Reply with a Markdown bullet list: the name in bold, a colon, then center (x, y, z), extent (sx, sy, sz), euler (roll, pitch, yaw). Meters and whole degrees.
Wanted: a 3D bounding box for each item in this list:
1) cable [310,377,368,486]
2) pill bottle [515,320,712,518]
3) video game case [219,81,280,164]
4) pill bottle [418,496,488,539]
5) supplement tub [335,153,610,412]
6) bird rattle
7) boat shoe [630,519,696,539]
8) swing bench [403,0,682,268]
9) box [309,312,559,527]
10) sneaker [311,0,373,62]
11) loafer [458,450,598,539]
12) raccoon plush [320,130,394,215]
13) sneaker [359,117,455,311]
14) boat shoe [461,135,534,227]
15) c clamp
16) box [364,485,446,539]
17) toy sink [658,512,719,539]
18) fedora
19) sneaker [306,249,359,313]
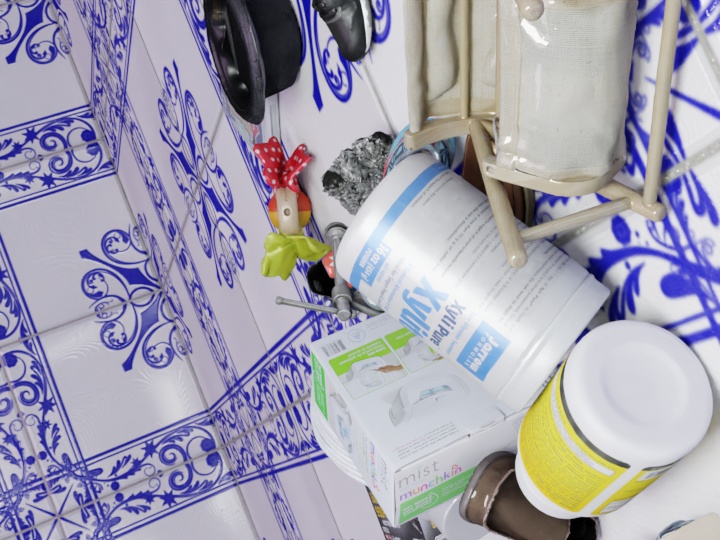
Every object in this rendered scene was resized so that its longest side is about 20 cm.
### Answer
- **cable**: center (0.045, 0.141, 1.094), extent (0.200, 0.199, 0.070), euler (49, 149, 37)
- **pill bottle**: center (0.192, 0.131, 0.821), extent (0.113, 0.112, 0.200), euler (61, 159, 23)
- **video game case**: center (-0.173, -0.268, 1.548), extent (0.200, 0.023, 0.183), euler (54, 155, 39)
- **pill bottle**: center (0.083, 0.221, 1.194), extent (0.200, 0.119, 0.120), euler (46, 150, 49)
- **supplement tub**: center (0.091, 0.008, 0.846), extent (0.200, 0.132, 0.132), euler (38, 152, 12)
- **bird rattle**: center (-0.109, -0.090, 1.449), extent (0.163, 0.112, 0.202), euler (-134, 29, -83)
- **boat shoe**: center (0.268, 0.236, 0.801), extent (0.200, 0.072, 0.073), euler (-1, 104, 59)
- **swing bench**: center (0.120, -0.149, 0.728), extent (0.200, 0.129, 0.200), euler (-124, 22, -48)
- **box**: center (0.077, 0.120, 0.993), extent (0.177, 0.199, 0.097), euler (52, 155, 39)
- **sneaker**: center (-0.052, -0.315, 1.076), extent (0.076, 0.087, 0.201), euler (15, 123, 66)
- **loafer**: center (0.166, 0.221, 0.946), extent (0.071, 0.199, 0.073), euler (24, 91, 43)
- **raccoon plush**: center (0.041, -0.070, 1.133), extent (0.134, 0.097, 0.200), euler (50, -175, 15)
- **sneaker**: center (0.035, -0.048, 0.988), extent (0.096, 0.079, 0.201), euler (-71, -5, -72)
- **boat shoe**: center (0.113, -0.041, 0.930), extent (0.072, 0.068, 0.201), euler (41, 145, 56)
- **c clamp**: center (0.000, 0.000, 1.103), extent (0.200, 0.170, 0.027), euler (-87, 17, -59)
- **box**: center (0.059, 0.317, 1.461), extent (0.159, 0.048, 0.200), euler (68, 160, 3)
- **toy sink**: center (0.199, 0.284, 0.740), extent (0.112, 0.130, 0.201), euler (55, 146, 30)
- **fedora**: center (-0.130, -0.294, 1.303), extent (0.201, 0.091, 0.202), euler (54, 155, 39)
- **sneaker**: center (-0.035, 0.017, 1.364), extent (0.075, 0.084, 0.200), euler (62, 160, 19)
